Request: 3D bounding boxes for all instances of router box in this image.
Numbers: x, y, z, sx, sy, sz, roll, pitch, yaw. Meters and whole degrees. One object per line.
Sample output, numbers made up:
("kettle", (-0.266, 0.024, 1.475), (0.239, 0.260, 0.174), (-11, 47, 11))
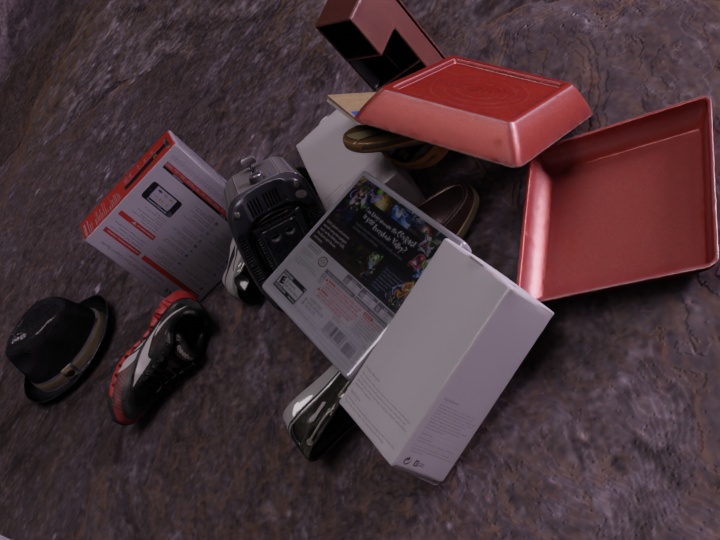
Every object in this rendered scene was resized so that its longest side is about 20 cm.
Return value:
("router box", (-0.253, -0.062, 1.229), (0.179, 0.200, 0.049), (-44, 39, 4))

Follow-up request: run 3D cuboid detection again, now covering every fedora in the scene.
("fedora", (-0.491, 0.106, 1.402), (0.198, 0.091, 0.203), (-26, 43, 26))

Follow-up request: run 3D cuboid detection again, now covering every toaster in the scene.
("toaster", (-0.094, -0.044, 1.093), (0.112, 0.202, 0.129), (-27, 28, -2))

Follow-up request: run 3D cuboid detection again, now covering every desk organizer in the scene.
("desk organizer", (0.036, -0.284, 1.139), (0.071, 0.200, 0.078), (5, 63, 45))

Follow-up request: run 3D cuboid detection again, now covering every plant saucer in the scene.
("plant saucer", (0.255, -0.059, 0.872), (0.198, 0.037, 0.203), (-15, 49, 36))
("plant saucer", (0.126, -0.183, 0.955), (0.197, 0.037, 0.199), (21, 36, 29))

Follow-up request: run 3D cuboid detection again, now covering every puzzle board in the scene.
("puzzle board", (0.071, -0.194, 1.058), (0.196, 0.018, 0.151), (-6, 23, -14))

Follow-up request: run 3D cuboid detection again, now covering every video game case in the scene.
("video game case", (0.000, 0.000, 0.958), (0.182, 0.023, 0.200), (-48, 43, -1))

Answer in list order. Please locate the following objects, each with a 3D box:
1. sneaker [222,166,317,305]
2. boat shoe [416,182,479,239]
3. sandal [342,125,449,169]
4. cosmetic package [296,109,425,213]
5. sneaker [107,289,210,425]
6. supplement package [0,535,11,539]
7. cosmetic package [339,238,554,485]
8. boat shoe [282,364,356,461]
("sneaker", (-0.133, -0.056, 1.210), (0.088, 0.074, 0.202), (18, 76, 53))
("boat shoe", (0.048, -0.037, 1.022), (0.199, 0.072, 0.073), (-39, 39, 12))
("sandal", (0.073, -0.148, 1.039), (0.080, 0.197, 0.055), (29, 123, 53))
("cosmetic package", (0.000, -0.121, 1.129), (0.107, 0.085, 0.201), (-38, 39, 13))
("sneaker", (-0.268, 0.121, 1.194), (0.097, 0.071, 0.202), (12, 66, 50))
("supplement package", (-0.494, 0.420, 1.097), (0.197, 0.151, 0.154), (-14, 48, 36))
("cosmetic package", (0.080, 0.086, 0.854), (0.201, 0.081, 0.113), (-55, 41, 7))
("boat shoe", (0.005, 0.120, 0.942), (0.200, 0.071, 0.064), (-46, 49, 5))
